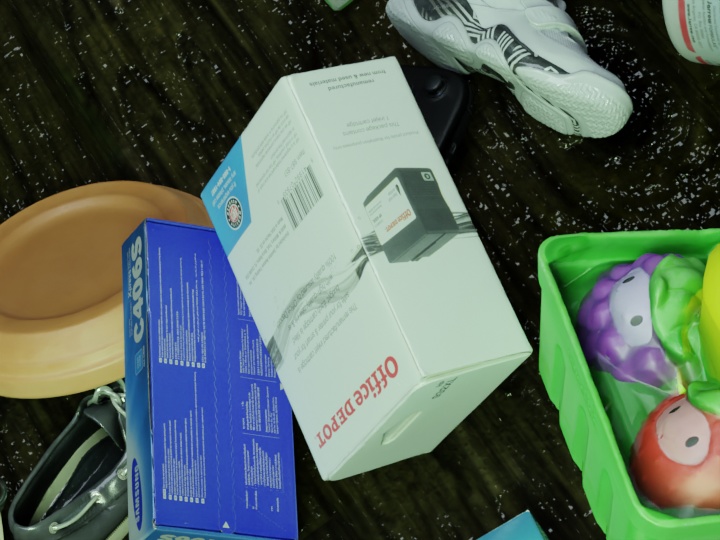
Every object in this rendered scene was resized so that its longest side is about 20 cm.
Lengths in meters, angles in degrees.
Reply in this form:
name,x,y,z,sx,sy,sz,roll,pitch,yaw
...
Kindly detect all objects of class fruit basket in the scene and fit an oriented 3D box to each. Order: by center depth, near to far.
name,x,y,z,sx,sy,sz,roll,pitch,yaw
fruit basket,0.195,0.046,1.506,0.155,0.216,0.216,-3,49,-19

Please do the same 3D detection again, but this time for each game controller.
name,x,y,z,sx,sy,sz,roll,pitch,yaw
game controller,-0.003,-0.045,1.773,0.104,0.042,0.200,13,65,31

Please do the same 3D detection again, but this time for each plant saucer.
name,x,y,z,sx,sy,sz,roll,pitch,yaw
plant saucer,-0.179,0.004,1.787,0.199,0.038,0.200,-13,36,9

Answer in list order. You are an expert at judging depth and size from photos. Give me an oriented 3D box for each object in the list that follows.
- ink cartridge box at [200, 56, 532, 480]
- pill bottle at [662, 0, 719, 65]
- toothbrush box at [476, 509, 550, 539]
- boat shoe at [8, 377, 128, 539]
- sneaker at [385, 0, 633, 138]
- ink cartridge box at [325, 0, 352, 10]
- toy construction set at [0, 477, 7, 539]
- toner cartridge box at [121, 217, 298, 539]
name,x,y,z,sx,sy,sz,roll,pitch,yaw
ink cartridge box,0.000,0.000,1.631,0.083,0.145,0.201,-13,69,-32
pill bottle,0.290,-0.168,1.669,0.199,0.109,0.109,10,64,30
toothbrush box,0.080,0.256,1.508,0.146,0.085,0.200,-30,52,5
boat shoe,-0.145,0.101,1.731,0.073,0.063,0.200,28,74,36
sneaker,0.115,-0.165,1.772,0.200,0.075,0.115,31,78,40
ink cartridge box,-0.022,-0.296,1.919,0.145,0.084,0.200,-38,50,-1
toy construction set,-0.283,0.174,1.723,0.131,0.092,0.201,-1,69,-14
toner cartridge box,-0.092,0.073,1.684,0.043,0.095,0.201,137,136,-54
